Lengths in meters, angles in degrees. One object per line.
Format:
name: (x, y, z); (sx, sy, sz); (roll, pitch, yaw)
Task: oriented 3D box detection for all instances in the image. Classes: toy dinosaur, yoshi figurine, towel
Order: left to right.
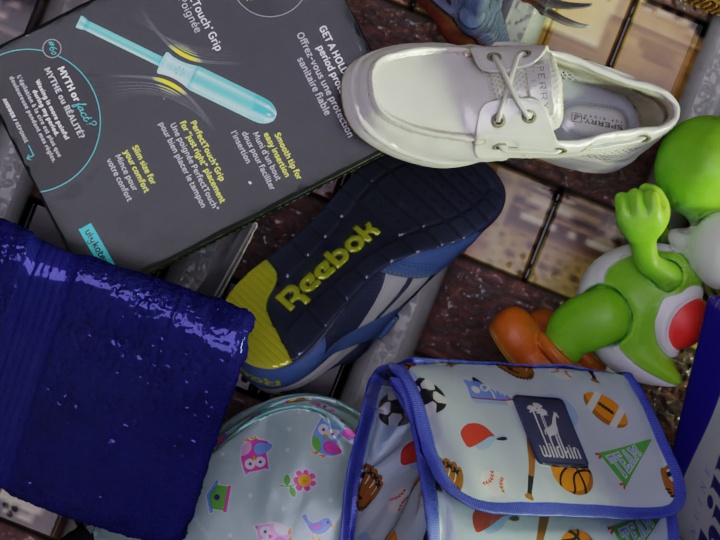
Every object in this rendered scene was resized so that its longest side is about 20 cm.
towel: (-0.167, 0.053, 1.157); (0.199, 0.050, 0.148); (20, 108, -1)
toy dinosaur: (0.062, -0.169, 1.280); (0.199, 0.105, 0.182); (-3, 103, 31)
yoshi figurine: (0.165, -0.016, 1.237); (0.200, 0.113, 0.112); (-36, 124, 18)

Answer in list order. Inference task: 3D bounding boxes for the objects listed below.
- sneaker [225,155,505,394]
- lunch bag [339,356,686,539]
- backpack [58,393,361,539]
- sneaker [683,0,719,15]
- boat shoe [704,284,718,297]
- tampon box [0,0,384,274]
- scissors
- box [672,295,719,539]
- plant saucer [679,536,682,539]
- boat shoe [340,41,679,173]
sneaker: (0.000, 0.000, 1.269); (0.200, 0.082, 0.074); (-35, 66, -19)
lunch bag: (0.082, 0.149, 1.157); (0.169, 0.124, 0.201); (5, 80, -31)
backpack: (-0.061, 0.162, 1.238); (0.200, 0.127, 0.167); (-38, 90, -5)
sneaker: (0.179, -0.235, 1.266); (0.200, 0.076, 0.088); (41, 70, -12)
boat shoe: (0.268, -0.062, 1.279); (0.073, 0.062, 0.201); (26, 91, -4)
tampon box: (-0.094, -0.095, 1.229); (0.199, 0.126, 0.150); (-27, 93, -2)
scissors: (-0.104, 0.050, 1.237); (0.200, 0.014, 0.073); (-37, 81, 34)
box: (0.260, 0.136, 1.177); (0.105, 0.200, 0.185); (-5, 122, -21)
plant saucer: (0.145, 0.228, 1.237); (0.034, 0.200, 0.201); (3, 92, -41)
boat shoe: (0.086, -0.096, 1.177); (0.199, 0.069, 0.071); (1, 77, -30)
